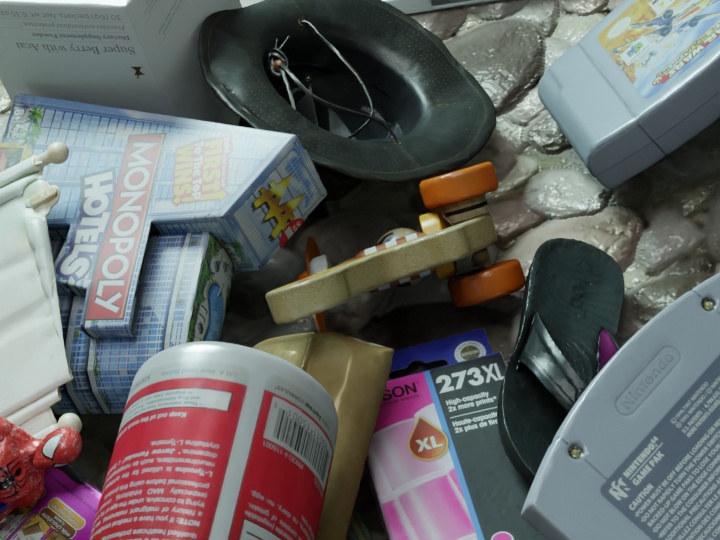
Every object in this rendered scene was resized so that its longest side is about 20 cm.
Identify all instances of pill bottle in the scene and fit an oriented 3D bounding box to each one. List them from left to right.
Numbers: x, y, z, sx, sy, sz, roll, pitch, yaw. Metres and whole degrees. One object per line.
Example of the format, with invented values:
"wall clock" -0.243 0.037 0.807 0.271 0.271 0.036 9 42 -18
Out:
"pill bottle" -0.081 0.146 1.131 0.111 0.113 0.201 0 53 18

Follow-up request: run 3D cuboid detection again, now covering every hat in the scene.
"hat" -0.016 -0.094 1.441 0.199 0.081 0.201 14 37 -11

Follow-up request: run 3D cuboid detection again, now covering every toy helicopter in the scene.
"toy helicopter" 0.000 0.000 1.328 0.132 0.079 0.200 -14 4 32

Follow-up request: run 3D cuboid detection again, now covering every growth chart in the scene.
"growth chart" -0.223 0.035 1.315 0.144 0.018 0.201 -20 62 24

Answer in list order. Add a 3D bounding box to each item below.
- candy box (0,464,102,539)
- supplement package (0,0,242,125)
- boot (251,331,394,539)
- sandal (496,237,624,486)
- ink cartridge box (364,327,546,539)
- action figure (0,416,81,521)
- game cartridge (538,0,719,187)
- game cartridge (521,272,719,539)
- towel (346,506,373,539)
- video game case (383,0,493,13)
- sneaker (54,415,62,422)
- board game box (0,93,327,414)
"candy box" -0.201 0.208 1.251 0.200 0.061 0.136 -46 49 -15
"supplement package" -0.149 -0.138 1.457 0.120 0.201 0.120 4 51 23
"boot" -0.012 0.124 1.224 0.174 0.066 0.201 -6 53 29
"sandal" 0.119 0.048 1.287 0.075 0.048 0.201 12 45 -8
"ink cartridge box" 0.051 0.106 1.285 0.094 0.037 0.201 -14 44 -4
"action figure" -0.242 0.133 1.248 0.199 0.066 0.052 -26 24 5
"game cartridge" 0.204 -0.144 1.388 0.200 0.042 0.133 -41 25 9
"game cartridge" 0.184 0.093 1.220 0.133 0.042 0.200 40 68 14
"towel" -0.064 0.170 1.281 0.146 0.022 0.200 -27 47 -5
"video game case" 0.097 -0.243 1.596 0.199 0.017 0.144 -7 48 12
"sneaker" -0.146 0.036 1.401 0.199 0.071 0.083 -42 59 -14
"board game box" -0.128 -0.016 1.345 0.199 0.062 0.201 -3 56 20
